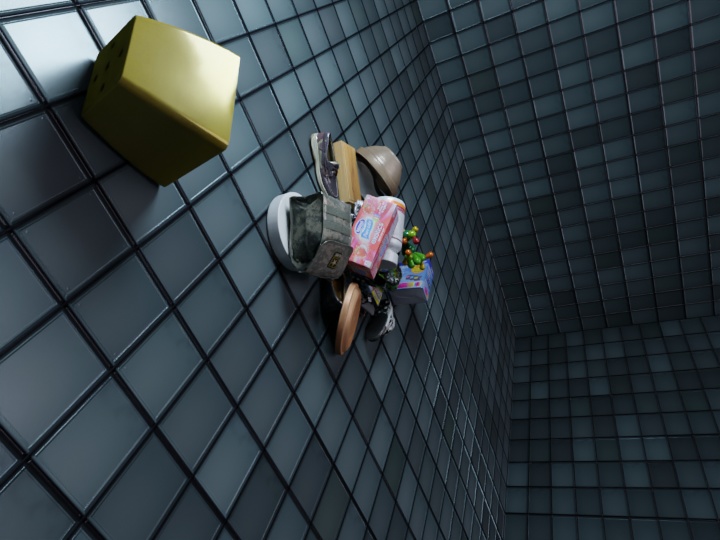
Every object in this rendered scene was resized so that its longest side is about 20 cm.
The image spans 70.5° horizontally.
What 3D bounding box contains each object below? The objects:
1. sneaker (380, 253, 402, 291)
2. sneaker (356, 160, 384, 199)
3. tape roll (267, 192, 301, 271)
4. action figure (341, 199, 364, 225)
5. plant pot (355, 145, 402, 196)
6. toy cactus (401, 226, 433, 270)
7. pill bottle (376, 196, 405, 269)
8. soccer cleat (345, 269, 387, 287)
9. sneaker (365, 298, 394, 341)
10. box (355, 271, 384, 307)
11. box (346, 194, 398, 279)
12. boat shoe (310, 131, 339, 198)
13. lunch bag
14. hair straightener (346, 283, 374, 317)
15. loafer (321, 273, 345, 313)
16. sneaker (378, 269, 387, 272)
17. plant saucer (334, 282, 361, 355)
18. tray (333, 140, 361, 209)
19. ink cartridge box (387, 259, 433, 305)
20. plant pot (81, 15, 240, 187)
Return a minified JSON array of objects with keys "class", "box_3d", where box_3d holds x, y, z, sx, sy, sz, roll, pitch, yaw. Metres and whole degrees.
[{"class":"sneaker","box_3d":[0.092,-0.022,1.717,0.086,0.077,0.202,102,-12,-56]},{"class":"sneaker","box_3d":[0.028,-0.289,1.773,0.201,0.070,0.099,61,11,-13]},{"class":"tape roll","box_3d":[-0.167,-0.100,1.311,0.203,0.037,0.205,37,48,-55]},{"class":"action figure","box_3d":[-0.043,-0.154,1.505,0.200,0.117,0.103,58,31,-60]},{"class":"plant pot","box_3d":[0.078,-0.355,1.738,0.201,0.092,0.201,50,-2,3]},{"class":"toy cactus","box_3d":[0.156,-0.091,1.642,0.166,0.102,0.200,58,-2,28]},{"class":"pill bottle","box_3d":[0.076,-0.113,1.550,0.109,0.108,0.202,34,58,-56]},{"class":"soccer cleat","box_3d":[0.000,0.000,1.525,0.199,0.081,0.068,26,81,-40]},{"class":"sneaker","box_3d":[0.077,0.182,1.667,0.089,0.073,0.200,65,29,-23]},{"class":"box","box_3d":[0.022,0.002,1.663,0.201,0.037,0.137,65,28,-28]},{"class":"box","box_3d":[0.028,-0.093,1.429,0.103,0.094,0.202,64,47,-69]},{"class":"boat shoe","box_3d":[-0.095,-0.311,1.512,0.072,0.064,0.202,-26,104,-65]},{"class":"lunch bag","box_3d":[-0.096,-0.079,1.281,0.164,0.116,0.203,13,74,-63]},{"class":"hair straightener","box_3d":[-0.003,0.077,1.538,0.200,0.076,0.041,53,37,-43]},{"class":"loafer","box_3d":[-0.067,0.014,1.414,0.072,0.072,0.202,3,74,-35]},{"class":"sneaker","box_3d":[0.081,-0.099,1.655,0.076,0.085,0.202,7,58,-23]},{"class":"plant saucer","box_3d":[-0.030,0.135,1.407,0.200,0.032,0.203,13,90,-82]},{"class":"tray","box_3d":[-0.040,-0.310,1.660,0.098,0.037,0.203,8,74,-63]},{"class":"ink cartridge box","box_3d":[0.192,0.033,1.893,0.201,0.135,0.077,-66,143,-50]},{"class":"plant pot","box_3d":[-0.342,-0.294,0.860,0.176,0.199,0.202,26,56,-46]}]
